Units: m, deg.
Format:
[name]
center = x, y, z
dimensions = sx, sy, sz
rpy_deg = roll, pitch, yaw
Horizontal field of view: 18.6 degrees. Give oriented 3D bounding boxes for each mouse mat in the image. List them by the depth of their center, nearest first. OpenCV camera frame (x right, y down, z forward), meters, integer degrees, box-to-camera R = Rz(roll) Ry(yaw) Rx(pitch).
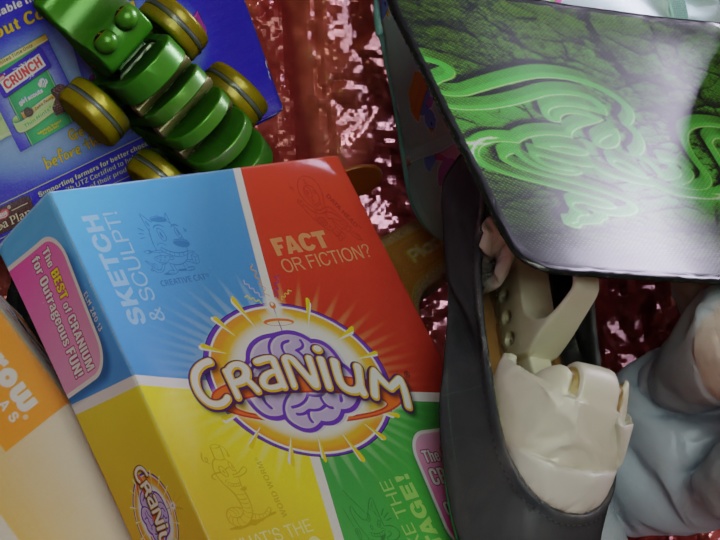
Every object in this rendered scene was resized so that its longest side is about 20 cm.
[mouse mat]
center = 0.117, -0.052, 0.861
dimensions = 0.198, 0.008, 0.162
rpy_deg = 2, 45, -29

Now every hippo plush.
[hippo plush]
center = 0.107, 0.064, 0.901
dimensions = 0.159, 0.200, 0.160
rpy_deg = -15, 114, 6

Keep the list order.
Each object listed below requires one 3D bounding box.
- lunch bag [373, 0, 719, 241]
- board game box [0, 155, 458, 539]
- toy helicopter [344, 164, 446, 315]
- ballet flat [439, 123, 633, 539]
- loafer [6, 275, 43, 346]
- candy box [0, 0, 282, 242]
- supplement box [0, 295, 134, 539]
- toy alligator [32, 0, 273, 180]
[lunch bag]
center = 0.089, -0.116, 0.957
dimensions = 0.159, 0.077, 0.202
rpy_deg = -5, 85, -28
[board game box]
center = -0.028, 0.058, 0.815
dimensions = 0.152, 0.040, 0.201
rpy_deg = -11, 67, -46
[toy helicopter]
center = 0.000, 0.000, 0.960
dimensions = 0.199, 0.079, 0.132
rpy_deg = -32, 74, -32
[ballet flat]
center = 0.065, 0.032, 0.818
dimensions = 0.072, 0.073, 0.202
rpy_deg = 4, 62, -13
[loafer]
center = -0.099, 0.073, 0.909
dimensions = 0.070, 0.068, 0.202
rpy_deg = 6, 64, -47
[candy box]
center = -0.145, -0.127, 0.902
dimensions = 0.168, 0.077, 0.201
rpy_deg = -27, 113, -21
[supplement box]
center = -0.179, 0.116, 0.826
dimensions = 0.200, 0.074, 0.126
rpy_deg = -40, 75, -4
[toy alligator]
center = -0.090, -0.083, 0.865
dimensions = 0.059, 0.054, 0.200
rpy_deg = -49, 119, -12
